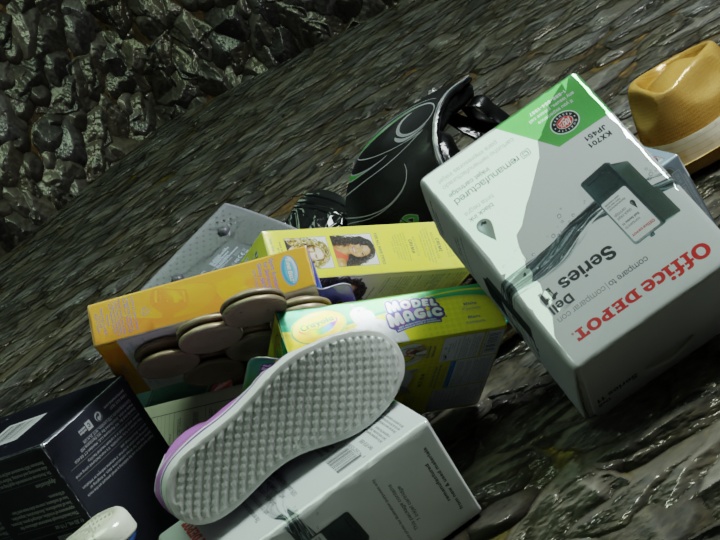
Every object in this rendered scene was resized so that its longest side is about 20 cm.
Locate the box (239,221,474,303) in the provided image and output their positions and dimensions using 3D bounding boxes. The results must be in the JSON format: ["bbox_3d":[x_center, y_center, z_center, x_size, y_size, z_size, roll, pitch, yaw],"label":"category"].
[{"bbox_3d":[0.000,0.000,1.484,0.199,0.050,0.075,-5,-27,-28],"label":"box"}]

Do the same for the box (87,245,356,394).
[{"bbox_3d":[-0.103,0.038,1.391,0.199,0.042,0.119,-17,-23,0],"label":"box"}]

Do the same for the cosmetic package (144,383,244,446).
[{"bbox_3d":[-0.124,0.159,1.477,0.071,0.106,0.200,10,-15,-37],"label":"cosmetic package"}]

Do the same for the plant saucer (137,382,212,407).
[{"bbox_3d":[-0.151,0.085,1.532,0.070,0.019,0.200,-5,-24,-19],"label":"plant saucer"}]

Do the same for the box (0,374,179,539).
[{"bbox_3d":[-0.231,0.204,1.423,0.199,0.183,0.104,-19,16,42],"label":"box"}]

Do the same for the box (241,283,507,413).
[{"bbox_3d":[0.003,0.071,1.356,0.199,0.049,0.118,-9,-34,-18],"label":"box"}]

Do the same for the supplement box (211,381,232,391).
[{"bbox_3d":[-0.109,0.138,1.631,0.199,0.061,0.109,-19,19,47],"label":"supplement box"}]

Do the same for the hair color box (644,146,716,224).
[{"bbox_3d":[0.221,-0.047,1.447,0.060,0.099,0.200,-33,14,-5],"label":"hair color box"}]

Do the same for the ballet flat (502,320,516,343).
[{"bbox_3d":[0.092,0.052,1.509,0.199,0.071,0.065,-31,-14,-1],"label":"ballet flat"}]

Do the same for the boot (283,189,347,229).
[{"bbox_3d":[-0.061,0.043,1.706,0.076,0.169,0.201,19,56,18],"label":"boot"}]

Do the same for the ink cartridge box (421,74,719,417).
[{"bbox_3d":[0.159,-0.019,1.269,0.146,0.083,0.200,-35,59,-5],"label":"ink cartridge box"}]

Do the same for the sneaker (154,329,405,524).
[{"bbox_3d":[-0.066,0.105,1.284,0.200,0.073,0.114,-31,5,-12],"label":"sneaker"}]

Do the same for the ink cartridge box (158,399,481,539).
[{"bbox_3d":[-0.033,0.181,1.267,0.200,0.083,0.147,-34,14,-9],"label":"ink cartridge box"}]

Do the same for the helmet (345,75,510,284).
[{"bbox_3d":[0.079,-0.065,1.653,0.191,0.200,0.200,-42,3,47],"label":"helmet"}]

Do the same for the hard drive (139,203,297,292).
[{"bbox_3d":[-0.087,0.022,1.583,0.199,0.042,0.135,25,62,36],"label":"hard drive"}]

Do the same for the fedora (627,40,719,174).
[{"bbox_3d":[0.308,-0.158,1.667,0.200,0.082,0.201,-32,14,9],"label":"fedora"}]

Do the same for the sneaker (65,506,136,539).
[{"bbox_3d":[-0.202,0.259,1.306,0.200,0.111,0.077,-40,2,32],"label":"sneaker"}]

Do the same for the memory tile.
[{"bbox_3d":[-0.064,0.056,1.385,0.153,0.017,0.199,-32,-28,36],"label":"memory tile"}]
